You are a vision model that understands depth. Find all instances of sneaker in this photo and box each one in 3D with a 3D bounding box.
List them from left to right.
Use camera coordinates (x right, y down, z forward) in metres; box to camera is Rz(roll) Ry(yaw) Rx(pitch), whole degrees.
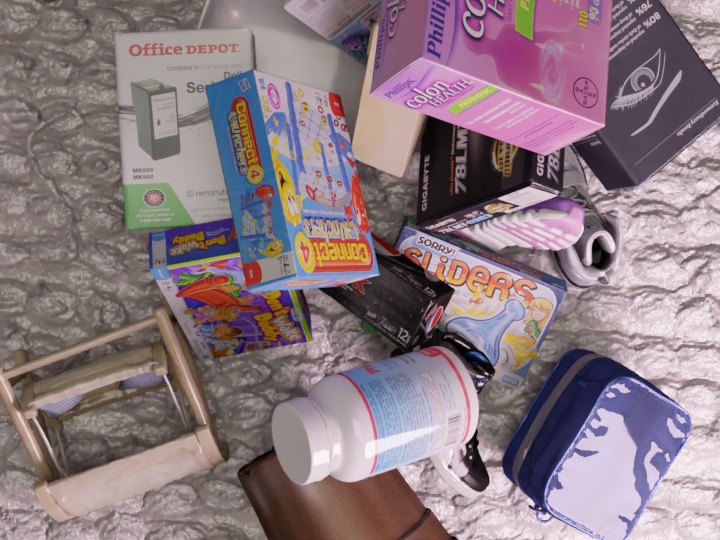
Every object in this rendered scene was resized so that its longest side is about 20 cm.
[{"bbox_3d":[0.117,0.158,1.342,0.111,0.073,0.201,-29,104,22],"label":"sneaker"},{"bbox_3d":[0.170,-0.073,1.302,0.080,0.199,0.089,28,76,-28],"label":"sneaker"},{"bbox_3d":[0.238,-0.073,1.332,0.074,0.115,0.202,-20,95,-5],"label":"sneaker"}]

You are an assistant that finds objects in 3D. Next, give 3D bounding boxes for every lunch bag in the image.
[{"bbox_3d":[0.256,0.200,1.349,0.135,0.132,0.201,33,91,-21],"label":"lunch bag"}]

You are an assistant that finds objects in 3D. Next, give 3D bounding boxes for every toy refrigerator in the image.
[{"bbox_3d":[0.039,-0.194,1.223,0.069,0.201,0.076,23,57,6],"label":"toy refrigerator"}]

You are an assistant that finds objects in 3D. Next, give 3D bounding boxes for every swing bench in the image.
[{"bbox_3d":[-0.269,0.159,1.315,0.197,0.130,0.202,-20,96,-2],"label":"swing bench"}]

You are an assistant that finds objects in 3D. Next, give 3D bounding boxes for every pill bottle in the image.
[{"bbox_3d":[0.014,0.151,1.222,0.198,0.108,0.110,-12,96,-31],"label":"pill bottle"}]

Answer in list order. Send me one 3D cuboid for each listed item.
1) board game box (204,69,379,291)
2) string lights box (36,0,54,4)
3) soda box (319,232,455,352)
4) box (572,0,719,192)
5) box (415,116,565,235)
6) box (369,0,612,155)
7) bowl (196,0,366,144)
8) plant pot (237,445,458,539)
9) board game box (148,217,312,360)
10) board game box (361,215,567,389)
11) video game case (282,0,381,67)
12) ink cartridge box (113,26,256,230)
[{"bbox_3d":[-0.062,-0.083,1.183,0.055,0.200,0.198,-15,85,23],"label":"board game box"},{"bbox_3d":[-0.267,-0.346,1.289,0.198,0.103,0.060,-14,95,-2],"label":"string lights box"},{"bbox_3d":[0.000,0.000,1.305,0.199,0.063,0.071,35,114,19],"label":"soda box"},{"bbox_3d":[0.287,-0.209,1.325,0.147,0.104,0.201,-37,96,-6],"label":"box"},{"bbox_3d":[0.136,-0.155,1.257,0.049,0.198,0.203,15,73,-32],"label":"box"},{"bbox_3d":[0.124,-0.226,1.095,0.198,0.096,0.178,15,72,-24],"label":"box"},{"bbox_3d":[-0.092,-0.205,1.325,0.197,0.075,0.202,13,93,-5],"label":"bowl"},{"bbox_3d":[-0.023,0.266,1.314,0.199,0.200,0.200,-31,88,-1],"label":"plant pot"},{"bbox_3d":[-0.134,0.020,1.278,0.133,0.201,0.045,-10,57,3],"label":"board game box"},{"bbox_3d":[0.116,0.038,1.354,0.198,0.035,0.137,21,113,-4],"label":"board game box"},{"bbox_3d":[0.052,-0.279,1.206,0.199,0.024,0.181,-32,136,34],"label":"video game case"},{"bbox_3d":[-0.177,-0.148,1.247,0.144,0.084,0.203,-4,95,-3],"label":"ink cartridge box"}]
